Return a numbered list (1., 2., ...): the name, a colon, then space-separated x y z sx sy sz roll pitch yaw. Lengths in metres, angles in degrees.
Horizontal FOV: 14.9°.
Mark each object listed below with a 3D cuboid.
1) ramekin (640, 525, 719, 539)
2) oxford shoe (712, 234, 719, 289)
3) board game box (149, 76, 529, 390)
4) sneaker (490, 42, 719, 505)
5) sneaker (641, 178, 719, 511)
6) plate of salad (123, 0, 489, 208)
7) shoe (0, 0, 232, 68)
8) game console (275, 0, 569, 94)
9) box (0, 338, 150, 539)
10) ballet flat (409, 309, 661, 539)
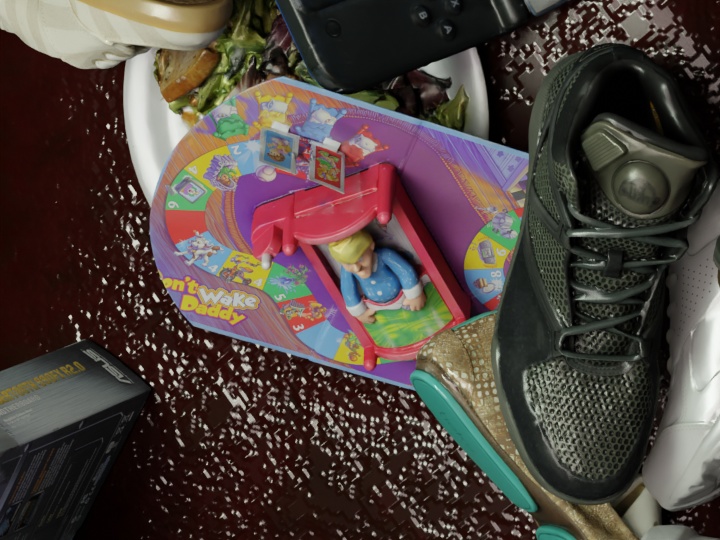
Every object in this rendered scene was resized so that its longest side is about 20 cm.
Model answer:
1. ramekin: 0.172 0.213 1.195 0.094 0.202 0.204 -1 100 16
2. oxford shoe: 0.232 0.034 1.151 0.199 0.073 0.085 18 118 -13
3. board game box: 0.000 0.000 1.258 0.199 0.039 0.158 17 130 -10
4. sneaker: 0.103 0.000 1.174 0.076 0.114 0.201 8 87 -4
5. sneaker: 0.167 0.010 1.229 0.099 0.078 0.201 32 105 26
6. plate of salad: -0.033 -0.074 1.320 0.199 0.048 0.201 5 102 25
7. shoe: -0.125 -0.127 1.324 0.200 0.070 0.054 23 122 50
8. game console: 0.032 -0.205 1.227 0.118 0.170 0.201 -28 86 55
9. box: -0.200 0.141 1.384 0.048 0.158 0.201 35 114 17
10. ballet flat: 0.102 0.100 1.268 0.065 0.070 0.200 -39 109 -14
